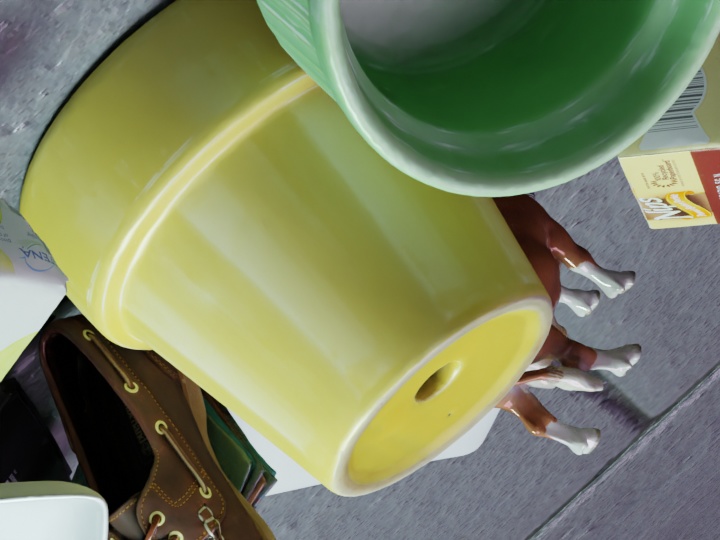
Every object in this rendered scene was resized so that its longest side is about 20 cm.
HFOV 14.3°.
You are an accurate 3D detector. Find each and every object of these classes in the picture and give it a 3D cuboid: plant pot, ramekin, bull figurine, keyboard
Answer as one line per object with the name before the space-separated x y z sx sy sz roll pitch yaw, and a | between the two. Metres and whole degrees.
plant pot | -0.020 -0.010 1.289 0.201 0.189 0.201 -36 159 -16
ramekin | 0.049 -0.140 1.170 0.200 0.098 0.200 -13 119 -26
bull figurine | 0.080 0.004 1.471 0.065 0.121 0.200 -51 -160 37
keyboard | -0.198 0.113 1.437 0.104 0.040 0.200 -57 167 -14

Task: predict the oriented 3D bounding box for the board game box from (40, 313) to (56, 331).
board game box | -0.206 0.022 1.259 0.105 0.023 0.200 -38 161 -2

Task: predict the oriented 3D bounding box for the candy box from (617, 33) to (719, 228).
candy box | 0.148 -0.132 1.344 0.055 0.200 0.115 -4 164 11

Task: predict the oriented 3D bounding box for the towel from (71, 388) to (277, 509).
towel | -0.110 0.140 1.443 0.022 0.147 0.200 6 119 -34

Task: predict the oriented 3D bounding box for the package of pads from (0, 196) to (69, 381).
package of pads | -0.226 0.024 1.118 0.155 0.068 0.200 -51 148 17

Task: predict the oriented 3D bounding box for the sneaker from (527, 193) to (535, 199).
sneaker | 0.026 0.015 1.576 0.200 0.085 0.077 -33 159 -23

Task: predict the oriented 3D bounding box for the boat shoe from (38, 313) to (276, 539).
boat shoe | -0.095 0.111 1.341 0.070 0.200 0.070 -37 160 28

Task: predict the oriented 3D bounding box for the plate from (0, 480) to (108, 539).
plate | -0.221 0.156 1.358 0.200 0.032 0.200 -2 141 -7

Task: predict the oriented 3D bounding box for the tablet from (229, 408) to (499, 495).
tablet | 0.001 0.069 1.521 0.200 0.014 0.130 -10 139 -33
